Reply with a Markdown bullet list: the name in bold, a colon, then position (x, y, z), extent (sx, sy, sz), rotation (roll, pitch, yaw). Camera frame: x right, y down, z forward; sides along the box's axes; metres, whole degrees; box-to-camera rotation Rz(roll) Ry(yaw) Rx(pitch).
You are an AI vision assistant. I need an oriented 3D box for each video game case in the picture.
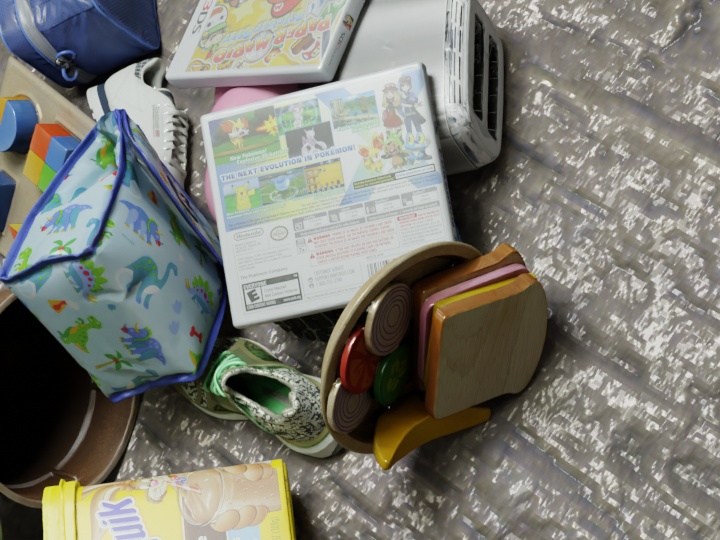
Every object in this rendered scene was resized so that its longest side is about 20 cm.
- **video game case**: position (-0.026, -0.060, 1.371), extent (0.198, 0.022, 0.184), rotation (-12, 83, 16)
- **video game case**: position (-0.071, -0.246, 1.484), extent (0.199, 0.023, 0.183), rotation (3, 64, 42)

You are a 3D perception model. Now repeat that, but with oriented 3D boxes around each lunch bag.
- **lunch bag**: position (-0.294, -0.281, 1.675), extent (0.131, 0.136, 0.201), rotation (-19, 61, 22)
- **lunch bag**: position (-0.194, -0.018, 1.442), extent (0.127, 0.170, 0.201), rotation (-16, 37, 26)

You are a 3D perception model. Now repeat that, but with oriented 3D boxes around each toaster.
- **toaster**: position (0.049, -0.155, 1.434), extent (0.128, 0.114, 0.202), rotation (-8, 61, 24)

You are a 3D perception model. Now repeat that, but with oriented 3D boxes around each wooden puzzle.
- **wooden puzzle**: position (-0.324, -0.086, 1.613), extent (0.200, 0.046, 0.186), rotation (40, 120, 38)

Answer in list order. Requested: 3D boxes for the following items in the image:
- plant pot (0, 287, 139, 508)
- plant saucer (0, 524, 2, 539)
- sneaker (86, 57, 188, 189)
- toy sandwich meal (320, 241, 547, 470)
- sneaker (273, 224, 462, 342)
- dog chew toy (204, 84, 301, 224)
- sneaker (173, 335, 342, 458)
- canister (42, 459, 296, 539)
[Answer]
- **plant pot**: position (-0.339, 0.104, 1.503), extent (0.197, 0.200, 0.202), rotation (1, 69, 38)
- **plant saucer**: position (-0.367, 0.168, 1.406), extent (0.200, 0.202, 0.039), rotation (20, 55, 35)
- **sneaker**: position (-0.199, -0.122, 1.591), extent (0.080, 0.076, 0.201), rotation (-28, 58, 5)
- **toy sandwich meal**: position (0.058, 0.068, 1.289), extent (0.070, 0.205, 0.206), rotation (34, 87, 38)
- **sneaker**: position (0.000, 0.000, 1.428), extent (0.198, 0.079, 0.091), rotation (-10, 54, 16)
- **dog chew toy**: position (-0.084, -0.114, 1.493), extent (0.124, 0.125, 0.201), rotation (-27, 50, 17)
- **sneaker**: position (-0.099, 0.093, 1.423), extent (0.199, 0.089, 0.077), rotation (17, 78, 35)
- **canister**: position (-0.150, 0.235, 1.347), extent (0.198, 0.087, 0.150), rotation (-8, 59, -2)
